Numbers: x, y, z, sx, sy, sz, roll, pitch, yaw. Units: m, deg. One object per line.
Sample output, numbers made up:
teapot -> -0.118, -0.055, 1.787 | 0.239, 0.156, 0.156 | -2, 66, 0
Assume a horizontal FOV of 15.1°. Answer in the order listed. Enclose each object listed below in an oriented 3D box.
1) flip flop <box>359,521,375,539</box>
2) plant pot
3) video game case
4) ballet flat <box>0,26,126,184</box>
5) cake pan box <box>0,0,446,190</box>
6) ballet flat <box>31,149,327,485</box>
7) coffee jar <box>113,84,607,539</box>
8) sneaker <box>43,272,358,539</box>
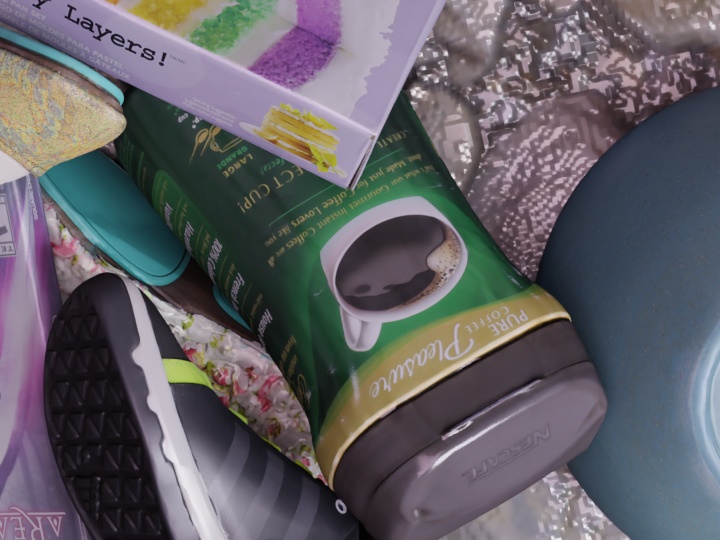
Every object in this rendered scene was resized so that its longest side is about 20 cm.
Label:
flip flop -> 0.012, 0.118, 1.061 | 0.057, 0.081, 0.201 | 33, 94, -17
plant pot -> 0.163, 0.034, 1.003 | 0.199, 0.135, 0.202 | 0, 99, 3
video game case -> -0.165, 0.058, 1.049 | 0.142, 0.019, 0.201 | -4, 100, 34
ballet flat -> -0.153, -0.062, 0.984 | 0.070, 0.200, 0.071 | -14, 115, -34
cake pan box -> -0.043, -0.152, 0.978 | 0.183, 0.052, 0.201 | 28, 62, -3
ballet flat -> -0.075, 0.019, 1.046 | 0.200, 0.076, 0.064 | 38, 112, -1
coffee jar -> 0.000, 0.000, 0.992 | 0.104, 0.085, 0.201 | -28, 72, -16
sneaker -> -0.047, 0.090, 0.995 | 0.083, 0.072, 0.201 | -24, 92, -36
